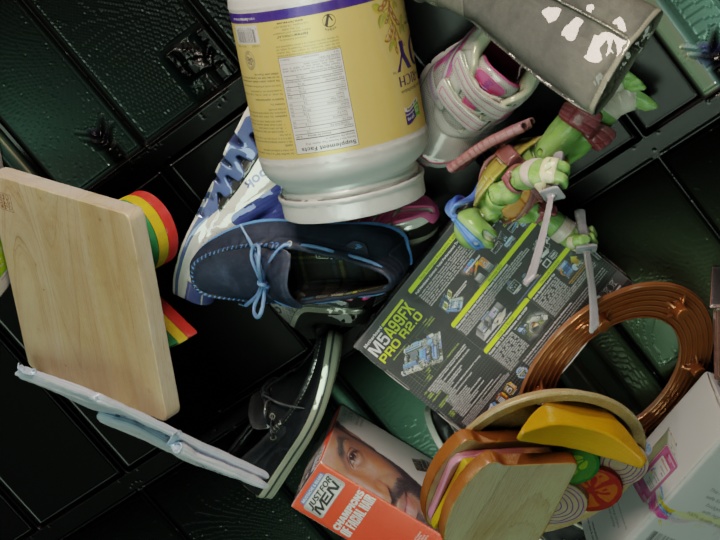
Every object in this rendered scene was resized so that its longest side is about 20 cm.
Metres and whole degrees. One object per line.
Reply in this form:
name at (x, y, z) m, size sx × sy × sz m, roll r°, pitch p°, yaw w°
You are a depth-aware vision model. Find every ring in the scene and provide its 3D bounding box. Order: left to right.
ring at (0.228, 0.097, 1.700) m, size 0.200 × 0.019 × 0.201 m, roll -16°, pitch 132°, yaw -19°

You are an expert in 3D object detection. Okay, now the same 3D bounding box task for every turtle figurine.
turtle figurine at (0.181, -0.067, 1.595) m, size 0.144 × 0.200 × 0.194 m, roll 36°, pitch 93°, yaw -36°

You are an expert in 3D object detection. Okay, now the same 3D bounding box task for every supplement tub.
supplement tub at (-0.023, -0.151, 1.608) m, size 0.145 × 0.145 × 0.201 m, roll -8°, pitch 104°, yaw 15°

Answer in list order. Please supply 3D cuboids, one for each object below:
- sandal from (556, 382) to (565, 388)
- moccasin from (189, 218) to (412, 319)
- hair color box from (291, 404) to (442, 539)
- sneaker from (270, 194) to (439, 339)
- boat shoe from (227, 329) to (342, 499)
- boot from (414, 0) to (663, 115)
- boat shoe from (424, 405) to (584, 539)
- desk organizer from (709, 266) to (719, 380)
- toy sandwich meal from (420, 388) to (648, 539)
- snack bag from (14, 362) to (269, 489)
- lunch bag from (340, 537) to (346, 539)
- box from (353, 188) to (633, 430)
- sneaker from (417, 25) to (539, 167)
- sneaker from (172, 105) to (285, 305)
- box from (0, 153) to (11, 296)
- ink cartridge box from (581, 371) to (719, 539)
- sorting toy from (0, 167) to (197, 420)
sandal at (0.109, 0.090, 1.754) m, size 0.200 × 0.075 × 0.045 m, roll 34°, pitch 162°, yaw -4°
moccasin at (-0.058, -0.005, 1.661) m, size 0.199 × 0.068 × 0.081 m, roll -9°, pitch 119°, yaw 18°
hair color box at (0.043, 0.222, 1.813) m, size 0.200 × 0.111 × 0.064 m, roll 30°, pitch 117°, yaw -5°
sneaker at (0.000, 0.000, 1.736) m, size 0.200 × 0.074 × 0.088 m, roll -28°, pitch 107°, yaw 27°
boat shoe at (-0.072, 0.132, 1.814) m, size 0.062 × 0.075 × 0.200 m, roll 25°, pitch 123°, yaw -9°
boot at (0.148, -0.244, 1.530) m, size 0.200 × 0.073 × 0.182 m, roll 30°, pitch 100°, yaw 24°
boat shoe at (0.140, 0.185, 1.796) m, size 0.060 × 0.074 × 0.200 m, roll -36°, pitch 107°, yaw 25°
desk organizer at (0.404, 0.046, 1.676) m, size 0.199 × 0.072 × 0.077 m, roll 0°, pitch 118°, yaw 12°
toy sandwich meal at (0.155, 0.181, 1.670) m, size 0.204 × 0.070 × 0.206 m, roll -7°, pitch 134°, yaw -7°
snack bag at (-0.201, 0.143, 1.765) m, size 0.200 × 0.188 × 0.021 m, roll 30°, pitch 80°, yaw -31°
lunch bag at (0.004, 0.344, 1.831) m, size 0.127 × 0.200 × 0.170 m, roll 30°, pitch 117°, yaw -4°
box at (0.116, 0.036, 1.701) m, size 0.160 × 0.044 × 0.200 m, roll 38°, pitch 97°, yaw -2°
sneaker at (0.101, -0.162, 1.624) m, size 0.081 × 0.088 × 0.200 m, roll 33°, pitch 118°, yaw -6°
sneaker at (-0.086, -0.042, 1.726) m, size 0.115 × 0.081 × 0.200 m, roll 26°, pitch 116°, yaw 1°
box at (-0.386, -0.069, 1.757) m, size 0.101 × 0.113 × 0.201 m, roll -1°, pitch 114°, yaw 12°
ink cartridge box at (0.317, 0.205, 1.744) m, size 0.144 × 0.085 × 0.200 m, roll 24°, pitch 121°, yaw -23°
sorting toy at (-0.230, 0.010, 1.745) m, size 0.198 × 0.069 × 0.201 m, roll 16°, pitch 124°, yaw 41°
